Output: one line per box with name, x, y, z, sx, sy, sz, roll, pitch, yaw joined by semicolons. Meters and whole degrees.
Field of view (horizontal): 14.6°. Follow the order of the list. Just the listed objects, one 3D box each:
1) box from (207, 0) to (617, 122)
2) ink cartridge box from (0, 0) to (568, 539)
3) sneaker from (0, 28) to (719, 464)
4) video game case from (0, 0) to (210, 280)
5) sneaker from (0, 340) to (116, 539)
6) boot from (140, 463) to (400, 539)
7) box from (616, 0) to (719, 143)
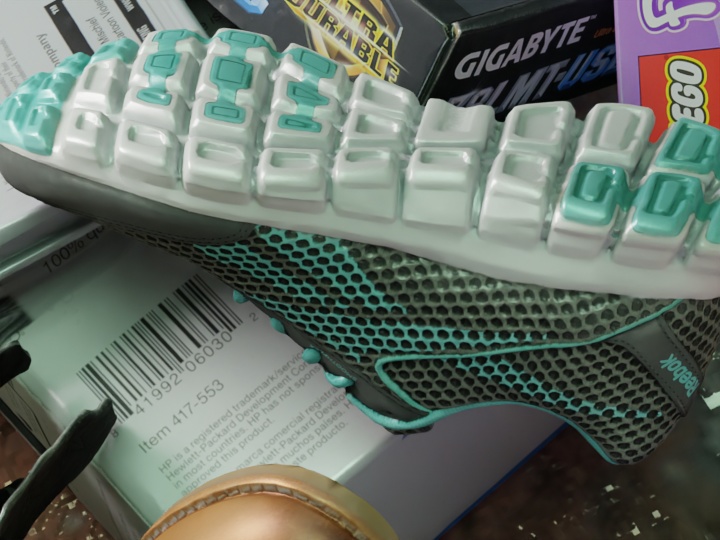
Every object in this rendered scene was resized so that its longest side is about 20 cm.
box;0.008;-0.125;0.836;0.200;0.050;0.198;41;36;23
ink cartridge box;-0.044;-0.006;0.815;0.146;0.086;0.200;-39;63;-14
sneaker;0.000;0.000;0.710;0.199;0.092;0.078;13;31;9
video game case;-0.149;-0.062;0.799;0.182;0.022;0.200;-29;53;-7
sneaker;-0.132;0.108;0.692;0.060;0.104;0.200;31;88;5
boot;-0.077;0.139;0.661;0.077;0.200;0.155;48;35;-3
box;0.134;-0.125;0.734;0.136;0.039;0.201;-4;86;22
